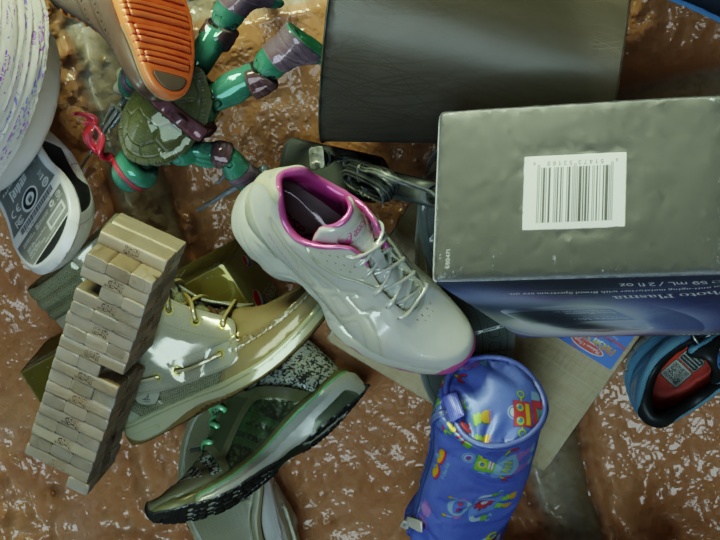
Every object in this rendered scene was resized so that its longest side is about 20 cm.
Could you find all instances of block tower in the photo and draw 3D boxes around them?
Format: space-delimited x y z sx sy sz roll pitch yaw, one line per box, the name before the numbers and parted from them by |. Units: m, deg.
block tower | -0.184 0.061 1.427 0.058 0.054 0.201 24 119 9

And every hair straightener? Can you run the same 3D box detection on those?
hair straightener | -0.003 -0.060 1.403 0.077 0.200 0.041 10 100 -36

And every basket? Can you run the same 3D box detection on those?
basket | 0.080 -0.156 1.380 0.199 0.136 0.181 8 133 4

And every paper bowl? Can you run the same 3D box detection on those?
paper bowl | -0.293 -0.132 1.448 0.104 0.201 0.201 21 122 -40

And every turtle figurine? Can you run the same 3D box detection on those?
turtle figurine | -0.120 -0.113 1.447 0.150 0.101 0.200 46 104 9

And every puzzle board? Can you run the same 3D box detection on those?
puzzle board | 0.095 0.044 1.523 0.200 0.017 0.151 31 114 -3

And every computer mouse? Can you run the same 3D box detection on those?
computer mouse | -0.237 -0.064 1.474 0.044 0.200 0.110 20 116 -41

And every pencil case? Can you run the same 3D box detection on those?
pencil case | 0.081 0.146 1.491 0.087 0.078 0.200 -11 146 -17

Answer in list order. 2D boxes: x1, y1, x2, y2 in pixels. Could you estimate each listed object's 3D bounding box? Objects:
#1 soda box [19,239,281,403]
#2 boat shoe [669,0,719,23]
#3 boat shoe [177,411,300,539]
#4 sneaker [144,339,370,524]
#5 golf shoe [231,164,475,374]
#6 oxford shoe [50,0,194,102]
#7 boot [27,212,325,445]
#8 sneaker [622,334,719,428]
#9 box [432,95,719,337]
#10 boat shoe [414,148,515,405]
soda box | -0.160 0.052 1.553 0.200 0.064 0.068 -28 103 20
boat shoe | 0.218 -0.226 1.355 0.199 0.084 0.069 18 132 -12
boat shoe | -0.092 0.200 1.598 0.074 0.068 0.201 -12 89 21
sneaker | -0.093 0.119 1.532 0.089 0.200 0.077 51 158 11
golf shoe | 0.000 0.000 1.392 0.200 0.075 0.092 35 155 -3
oxford shoe | -0.175 -0.191 1.417 0.073 0.071 0.200 -38 59 28
boot | -0.132 0.021 1.463 0.200 0.072 0.155 -31 100 22
sneaker | 0.270 0.045 1.444 0.078 0.090 0.200 37 112 -5
box | 0.174 -0.028 1.346 0.199 0.198 0.124 -2 78 21
boat shoe | 0.072 0.010 1.477 0.074 0.065 0.203 -7 115 2
